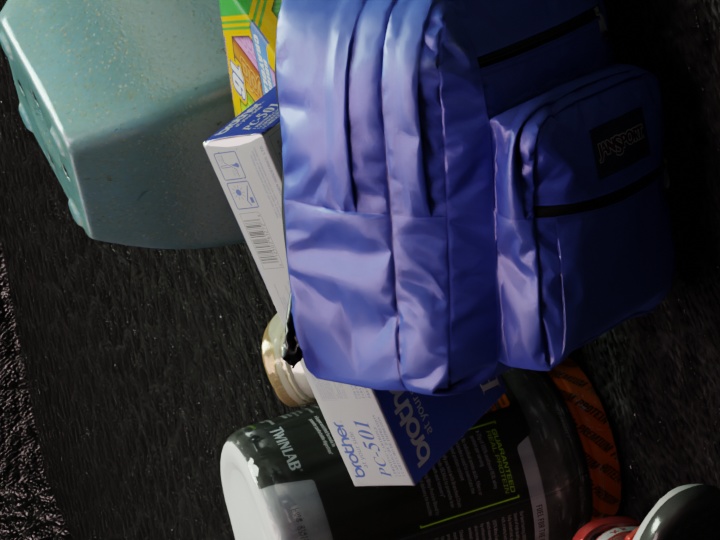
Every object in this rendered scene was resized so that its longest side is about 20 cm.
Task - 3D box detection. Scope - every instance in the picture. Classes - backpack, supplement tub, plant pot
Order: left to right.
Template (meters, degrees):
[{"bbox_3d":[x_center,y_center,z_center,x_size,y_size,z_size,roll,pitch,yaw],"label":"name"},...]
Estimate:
[{"bbox_3d":[-0.114,-0.129,1.608,0.196,0.199,0.197,60,167,28],"label":"plant pot"},{"bbox_3d":[0.034,0.119,1.391,0.123,0.199,0.123,165,90,-76],"label":"supplement tub"},{"bbox_3d":[0.057,-0.061,1.188,0.167,0.162,0.201,3,110,35],"label":"backpack"}]

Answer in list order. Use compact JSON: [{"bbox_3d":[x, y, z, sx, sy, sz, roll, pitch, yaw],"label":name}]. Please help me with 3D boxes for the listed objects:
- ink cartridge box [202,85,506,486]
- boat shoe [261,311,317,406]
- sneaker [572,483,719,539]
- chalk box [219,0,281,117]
[{"bbox_3d":[0.000,0.000,1.282,0.044,0.094,0.201,-5,116,41],"label":"ink cartridge box"},{"bbox_3d":[0.022,0.008,1.433,0.069,0.200,0.074,-5,122,36],"label":"boat shoe"},{"bbox_3d":[0.141,0.154,1.292,0.202,0.067,0.108,84,160,-45],"label":"sneaker"},{"bbox_3d":[0.014,-0.085,1.396,0.200,0.124,0.124,-127,24,-51],"label":"chalk box"}]
